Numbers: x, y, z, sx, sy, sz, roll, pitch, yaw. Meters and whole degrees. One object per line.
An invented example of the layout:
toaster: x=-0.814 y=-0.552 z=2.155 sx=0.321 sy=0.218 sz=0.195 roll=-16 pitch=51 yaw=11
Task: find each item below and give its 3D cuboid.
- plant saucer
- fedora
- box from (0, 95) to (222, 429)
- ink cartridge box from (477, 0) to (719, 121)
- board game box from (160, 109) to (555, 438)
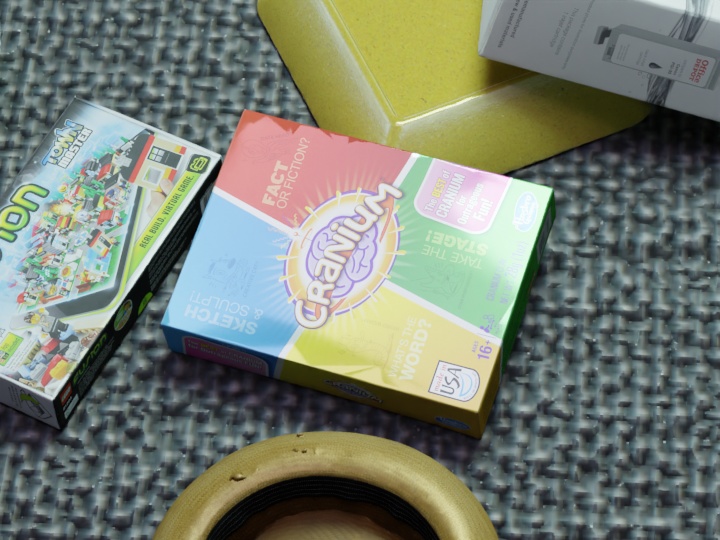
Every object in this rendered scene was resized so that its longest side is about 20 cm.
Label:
plant saucer: x=0.058 y=-0.150 z=1.701 sx=0.199 sy=0.049 sz=0.200 roll=-21 pitch=57 yaw=-12
fedora: x=-0.018 y=0.182 z=1.454 sx=0.199 sy=0.082 sz=0.201 roll=-4 pitch=54 yaw=6
box: x=-0.178 y=-0.008 z=1.620 sx=0.110 sy=0.035 sz=0.200 roll=22 pitch=59 yaw=17
ink cartridge box: x=0.182 y=-0.181 z=1.654 sx=0.199 sy=0.083 sz=0.147 roll=14 pitch=46 yaw=-7
board game box: x=0.000 y=0.000 z=1.588 sx=0.199 sy=0.040 sz=0.154 roll=14 pitch=68 yaw=12
